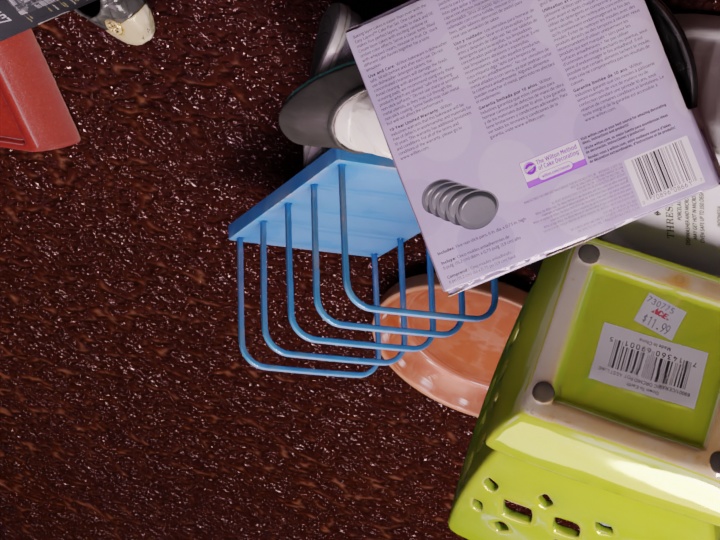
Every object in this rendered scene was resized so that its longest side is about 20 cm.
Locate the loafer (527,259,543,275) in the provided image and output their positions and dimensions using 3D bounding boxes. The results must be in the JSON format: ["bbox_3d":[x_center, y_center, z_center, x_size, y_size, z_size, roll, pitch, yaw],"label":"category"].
[{"bbox_3d":[0.179,-0.005,1.379,0.200,0.073,0.071,40,154,-17],"label":"loafer"}]

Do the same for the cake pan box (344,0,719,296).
[{"bbox_3d":[0.112,-0.106,1.129,0.199,0.052,0.185,-23,91,17],"label":"cake pan box"}]

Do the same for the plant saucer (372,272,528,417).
[{"bbox_3d":[0.108,0.064,1.547,0.199,0.032,0.201,15,147,10],"label":"plant saucer"}]

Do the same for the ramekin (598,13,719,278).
[{"bbox_3d":[0.236,-0.070,1.214,0.201,0.095,0.203,15,147,10],"label":"ramekin"}]

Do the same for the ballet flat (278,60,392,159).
[{"bbox_3d":[0.042,-0.116,1.212,0.199,0.069,0.068,-18,133,3],"label":"ballet flat"}]

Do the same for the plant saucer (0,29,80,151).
[{"bbox_3d":[-0.352,-0.171,1.479,0.199,0.037,0.200,10,145,20],"label":"plant saucer"}]

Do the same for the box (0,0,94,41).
[{"bbox_3d":[-0.227,-0.235,1.180,0.159,0.044,0.200,-20,158,14],"label":"box"}]

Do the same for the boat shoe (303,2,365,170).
[{"bbox_3d":[-0.007,-0.123,1.310,0.064,0.075,0.202,8,149,1],"label":"boat shoe"}]

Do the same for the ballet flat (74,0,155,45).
[{"bbox_3d":[-0.233,-0.227,1.305,0.200,0.057,0.066,39,145,-24],"label":"ballet flat"}]

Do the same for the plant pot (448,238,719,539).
[{"bbox_3d":[0.185,0.098,1.239,0.199,0.200,0.182,18,153,8],"label":"plant pot"}]

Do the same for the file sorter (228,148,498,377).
[{"bbox_3d":[0.000,0.000,1.375,0.138,0.124,0.200,7,161,-26],"label":"file sorter"}]
